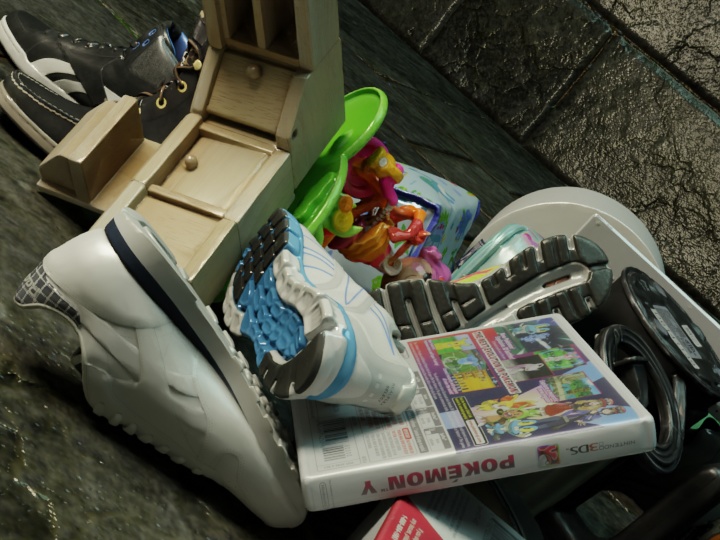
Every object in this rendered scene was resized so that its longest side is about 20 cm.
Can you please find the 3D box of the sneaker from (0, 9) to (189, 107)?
[{"bbox_3d":[-0.200,-0.173,1.079,0.200,0.112,0.073,44,14,16],"label":"sneaker"}]

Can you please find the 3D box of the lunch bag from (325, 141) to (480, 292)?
[{"bbox_3d":[-0.010,-0.056,1.197,0.200,0.128,0.170,22,10,15],"label":"lunch bag"}]

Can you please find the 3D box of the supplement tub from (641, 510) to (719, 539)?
[{"bbox_3d":[0.299,0.233,1.072,0.122,0.123,0.200,36,15,-15],"label":"supplement tub"}]

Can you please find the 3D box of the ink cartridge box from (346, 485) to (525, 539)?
[{"bbox_3d":[0.072,0.206,0.676,0.200,0.083,0.146,40,14,3],"label":"ink cartridge box"}]

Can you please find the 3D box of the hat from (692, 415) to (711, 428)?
[{"bbox_3d":[0.271,0.183,1.218,0.176,0.166,0.200,-32,103,-45],"label":"hat"}]

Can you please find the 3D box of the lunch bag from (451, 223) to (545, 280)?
[{"bbox_3d":[0.110,0.043,1.115,0.077,0.160,0.200,50,11,18],"label":"lunch bag"}]

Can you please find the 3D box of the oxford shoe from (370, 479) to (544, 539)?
[{"bbox_3d":[0.039,0.127,0.861,0.084,0.073,0.200,15,24,-39],"label":"oxford shoe"}]

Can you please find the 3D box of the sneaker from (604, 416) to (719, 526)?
[{"bbox_3d":[0.198,0.135,1.055,0.200,0.091,0.076,8,25,22],"label":"sneaker"}]

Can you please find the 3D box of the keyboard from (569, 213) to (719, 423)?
[{"bbox_3d":[0.233,0.043,1.002,0.200,0.056,0.011,43,21,5],"label":"keyboard"}]

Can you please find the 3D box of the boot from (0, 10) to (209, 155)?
[{"bbox_3d":[-0.150,-0.126,0.980,0.200,0.151,0.073,34,14,-17],"label":"boot"}]

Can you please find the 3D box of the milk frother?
[{"bbox_3d":[0.144,0.107,0.921,0.200,0.188,0.181,26,31,-45],"label":"milk frother"}]

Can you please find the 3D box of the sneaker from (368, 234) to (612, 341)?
[{"bbox_3d":[0.073,0.040,0.908,0.090,0.200,0.078,101,-27,-77],"label":"sneaker"}]

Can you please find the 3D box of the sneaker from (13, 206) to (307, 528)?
[{"bbox_3d":[-0.100,0.065,0.715,0.200,0.080,0.076,56,-5,-12],"label":"sneaker"}]

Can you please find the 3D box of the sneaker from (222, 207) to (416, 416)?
[{"bbox_3d":[-0.022,0.031,0.776,0.087,0.075,0.200,25,16,-25],"label":"sneaker"}]

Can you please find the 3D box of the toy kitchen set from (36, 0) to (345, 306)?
[{"bbox_3d":[-0.130,-0.116,0.838,0.163,0.181,0.200,20,53,18],"label":"toy kitchen set"}]

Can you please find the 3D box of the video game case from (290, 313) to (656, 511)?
[{"bbox_3d":[0.051,0.075,0.759,0.200,0.182,0.023,-112,-168,-76],"label":"video game case"}]

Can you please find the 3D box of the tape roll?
[{"bbox_3d":[0.193,0.026,1.274,0.203,0.203,0.139,40,15,4],"label":"tape roll"}]

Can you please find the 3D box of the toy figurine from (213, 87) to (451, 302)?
[{"bbox_3d":[0.000,0.000,0.969,0.184,0.200,0.150,46,-12,-29],"label":"toy figurine"}]
